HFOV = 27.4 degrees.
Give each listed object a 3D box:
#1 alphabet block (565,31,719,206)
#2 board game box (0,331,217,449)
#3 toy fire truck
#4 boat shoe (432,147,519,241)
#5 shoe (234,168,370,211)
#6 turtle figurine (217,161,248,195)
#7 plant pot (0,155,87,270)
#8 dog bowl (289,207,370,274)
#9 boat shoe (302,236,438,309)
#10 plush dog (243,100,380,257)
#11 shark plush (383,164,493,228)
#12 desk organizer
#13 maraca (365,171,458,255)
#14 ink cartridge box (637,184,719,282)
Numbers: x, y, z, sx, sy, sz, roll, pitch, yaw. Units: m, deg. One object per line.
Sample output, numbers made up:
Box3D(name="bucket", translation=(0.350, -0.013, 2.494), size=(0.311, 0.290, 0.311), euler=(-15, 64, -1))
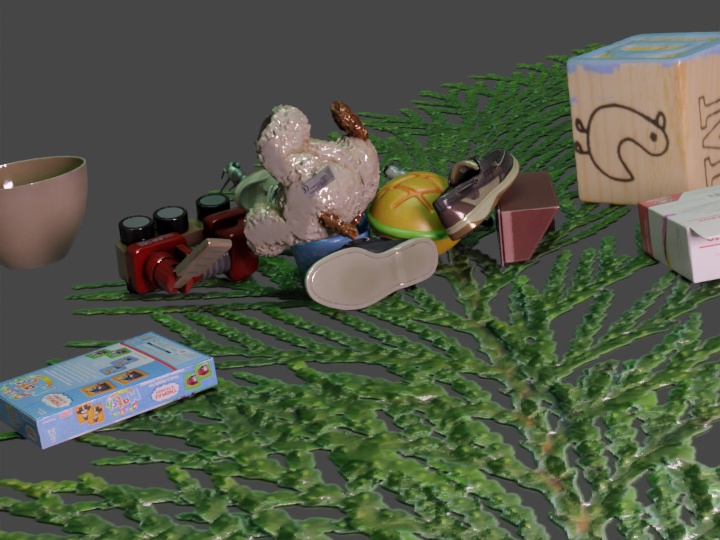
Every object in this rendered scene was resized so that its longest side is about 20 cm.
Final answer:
Box3D(name="alphabet block", translation=(0.414, -0.208, 2.006), size=(0.196, 0.201, 0.195), euler=(-23, 21, -41))
Box3D(name="board game box", translation=(-0.273, 0.121, 1.547), size=(0.199, 0.037, 0.151), euler=(-18, 18, -30))
Box3D(name="toy fire truck", translation=(-0.199, -0.024, 1.882), size=(0.175, 0.129, 0.200), euler=(-18, 30, -29))
Box3D(name="boat shoe", translation=(0.143, -0.111, 1.828), size=(0.073, 0.065, 0.200), euler=(-29, 15, 31))
Box3D(name="shoe", translation=(-0.078, -0.107, 1.978), size=(0.199, 0.070, 0.053), euler=(-3, 8, 13))
Box3D(name="turtle figurine", translation=(-0.115, -0.100, 2.097), size=(0.149, 0.101, 0.200), euler=(24, -35, -33))
Box3D(name="plant pot", translation=(-0.488, -0.078, 2.161), size=(0.199, 0.135, 0.200), euler=(-9, 16, 3))
Box3D(name="dog bowl", translation=(-0.038, -0.040, 1.947), size=(0.111, 0.050, 0.200), euler=(-8, 16, 1))
Box3D(name="boat shoe", translation=(0.000, -0.002, 1.757), size=(0.199, 0.075, 0.066), euler=(-21, 18, -37))
Box3D(name="plush dog", translation=(-0.035, -0.106, 1.799), size=(0.160, 0.201, 0.172), euler=(23, 34, 22))
Box3D(name="shark plush", translation=(0.103, -0.095, 2.039), size=(0.199, 0.091, 0.083), euler=(-1, -13, 40))
Box3D(name="desk organizer", translation=(0.211, -0.071, 1.884), size=(0.076, 0.072, 0.200), euler=(-5, 17, 5))
Box3D(name="maraca", translation=(0.080, -0.079, 1.902), size=(0.136, 0.108, 0.200), euler=(10, 23, 10))
Box3D(name="ink cartridge box", translation=(0.406, -0.040, 1.678), size=(0.116, 0.068, 0.200), euler=(-11, 15, -7))
